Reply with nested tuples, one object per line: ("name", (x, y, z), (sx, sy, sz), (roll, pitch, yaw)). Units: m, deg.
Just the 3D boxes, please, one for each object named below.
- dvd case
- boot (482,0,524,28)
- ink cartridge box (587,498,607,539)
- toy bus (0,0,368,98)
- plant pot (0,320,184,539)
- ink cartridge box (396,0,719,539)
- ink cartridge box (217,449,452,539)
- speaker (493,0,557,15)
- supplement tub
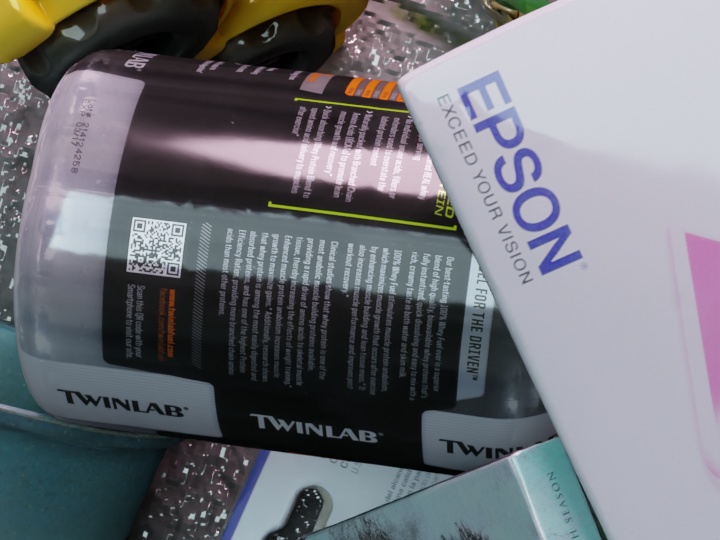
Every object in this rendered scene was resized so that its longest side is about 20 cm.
("dvd case", (0.043, 0.136, 0.885), (0.022, 0.200, 0.146), (-19, 86, -21))
("boot", (0.054, -0.082, 1.012), (0.200, 0.073, 0.156), (-31, 76, -5))
("ink cartridge box", (0.113, 0.059, 0.903), (0.050, 0.161, 0.200), (14, 87, -25))
("toy bus", (-0.036, -0.158, 0.965), (0.192, 0.200, 0.136), (-33, 73, 28))
("plant pot", (-0.185, 0.114, 0.999), (0.200, 0.200, 0.196), (21, 95, 16))
("ink cartridge box", (0.139, -0.007, 0.780), (0.200, 0.043, 0.197), (-25, 92, 15))
("ink cartridge box", (0.042, 0.132, 1.009), (0.200, 0.041, 0.200), (24, 88, 17))
("speaker", (0.106, -0.104, 0.889), (0.200, 0.088, 0.089), (28, 89, 49))
("supplement tub", (0.000, 0.000, 0.899), (0.200, 0.123, 0.123), (8, 84, 8))
